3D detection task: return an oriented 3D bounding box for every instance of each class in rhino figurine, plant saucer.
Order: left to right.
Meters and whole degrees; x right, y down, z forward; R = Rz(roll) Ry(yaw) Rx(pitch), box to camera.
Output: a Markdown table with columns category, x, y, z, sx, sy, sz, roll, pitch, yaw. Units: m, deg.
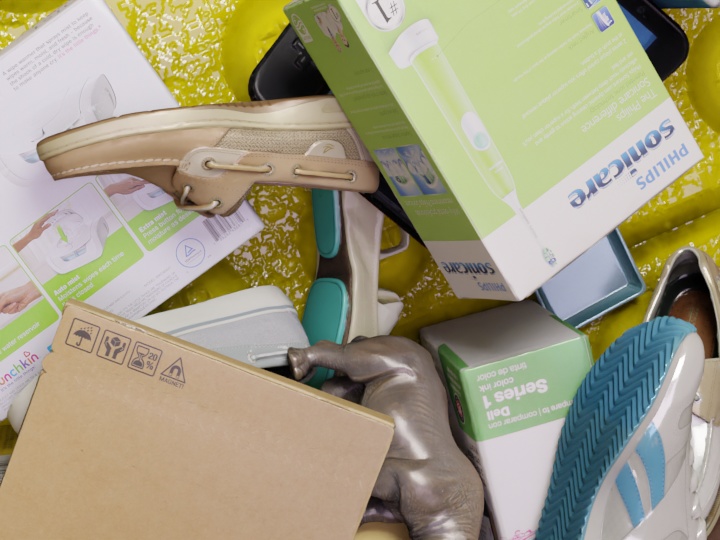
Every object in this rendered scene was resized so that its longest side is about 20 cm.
| category | x | y | z | sx | sy | sz | roll | pitch | yaw |
| --- | --- | --- | --- | --- | --- | --- | --- | --- | --- |
| rhino figurine | 0.026 | 0.126 | 1.049 | 0.087 | 0.060 | 0.201 | -17 | 67 | -7 |
| plant saucer | 0.114 | -0.059 | 1.157 | 0.070 | 0.019 | 0.201 | -28 | 101 | -4 |

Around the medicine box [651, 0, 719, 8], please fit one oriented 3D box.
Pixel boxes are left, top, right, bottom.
| category | x | y | z | sx | sy | sz | roll | pitch | yaw |
| --- | --- | --- | --- | --- | --- | --- | --- | --- | --- |
| medicine box | 0.142 | -0.255 | 1.050 | 0.200 | 0.182 | 0.103 | 39 | 91 | -11 |

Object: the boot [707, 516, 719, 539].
| category | x | y | z | sx | sy | sz | roll | pitch | yaw |
| --- | --- | --- | --- | --- | --- | --- | --- | --- | --- |
| boot | 0.267 | 0.119 | 1.149 | 0.186 | 0.064 | 0.201 | 23 | 99 | -53 |

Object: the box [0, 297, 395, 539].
| category | x | y | z | sx | sy | sz | roll | pitch | yaw |
| --- | --- | --- | --- | --- | --- | --- | --- | --- | --- |
| box | -0.100 | 0.127 | 1.002 | 0.199 | 0.021 | 0.164 | 21 | 97 | -4 |

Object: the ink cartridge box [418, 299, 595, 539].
| category | x | y | z | sx | sy | sz | roll | pitch | yaw |
| --- | --- | --- | --- | --- | --- | --- | --- | --- | --- |
| ink cartridge box | 0.109 | 0.133 | 1.117 | 0.084 | 0.145 | 0.201 | -15 | 100 | -6 |

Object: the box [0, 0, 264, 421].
| category | x | y | z | sx | sy | sz | roll | pitch | yaw |
| --- | --- | --- | --- | --- | --- | --- | --- | --- | --- |
| box | -0.190 | -0.043 | 1.074 | 0.200 | 0.097 | 0.177 | -37 | 101 | -2 |

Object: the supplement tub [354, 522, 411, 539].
| category | x | y | z | sx | sy | sz | roll | pitch | yaw |
| --- | --- | --- | --- | --- | --- | --- | --- | --- | --- |
| supplement tub | -0.033 | 0.218 | 1.109 | 0.199 | 0.145 | 0.146 | -7 | 99 | -7 |

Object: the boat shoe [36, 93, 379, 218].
| category | x | y | z | sx | sy | sz | roll | pitch | yaw |
| --- | --- | --- | --- | --- | --- | --- | --- | --- | --- |
| boat shoe | -0.082 | -0.062 | 1.007 | 0.199 | 0.071 | 0.065 | -7 | 95 | -15 |

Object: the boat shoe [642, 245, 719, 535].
| category | x | y | z | sx | sy | sz | roll | pitch | yaw |
| --- | --- | --- | --- | --- | --- | --- | --- | --- | --- |
| boat shoe | 0.195 | 0.076 | 1.109 | 0.074 | 0.201 | 0.069 | -4 | 142 | 21 |

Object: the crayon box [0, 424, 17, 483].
| category | x | y | z | sx | sy | sz | roll | pitch | yaw |
| --- | --- | --- | --- | --- | --- | --- | --- | --- | --- |
| crayon box | -0.136 | 0.130 | 1.085 | 0.199 | 0.127 | 0.051 | -6 | 107 | -5 |

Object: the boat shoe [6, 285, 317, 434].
| category | x | y | z | sx | sy | sz | roll | pitch | yaw |
| --- | --- | --- | --- | --- | --- | --- | --- | --- | --- |
| boat shoe | -0.111 | 0.069 | 1.062 | 0.200 | 0.070 | 0.072 | -20 | 64 | -34 |

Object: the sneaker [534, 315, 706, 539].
| category | x | y | z | sx | sy | sz | roll | pitch | yaw |
| --- | --- | --- | --- | --- | --- | --- | --- | --- | --- |
| sneaker | 0.159 | 0.123 | 1.018 | 0.080 | 0.077 | 0.201 | 14 | 101 | -20 |

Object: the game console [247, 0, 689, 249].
| category | x | y | z | sx | sy | sz | roll | pitch | yaw |
| --- | --- | --- | --- | --- | --- | --- | --- | --- | --- |
| game console | 0.064 | -0.121 | 1.066 | 0.200 | 0.119 | 0.173 | 39 | 67 | -10 |

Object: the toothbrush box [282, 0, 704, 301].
| category | x | y | z | sx | sy | sz | roll | pitch | yaw |
| --- | --- | --- | --- | --- | --- | --- | --- | --- | --- |
| toothbrush box | 0.075 | -0.105 | 0.996 | 0.145 | 0.086 | 0.201 | -37 | 102 | -18 |

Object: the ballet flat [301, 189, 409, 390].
| category | x | y | z | sx | sy | sz | roll | pitch | yaw |
| --- | --- | --- | --- | --- | --- | --- | --- | --- | --- |
| ballet flat | 0.000 | 0.000 | 1.128 | 0.069 | 0.069 | 0.201 | 3 | 97 | -9 |
